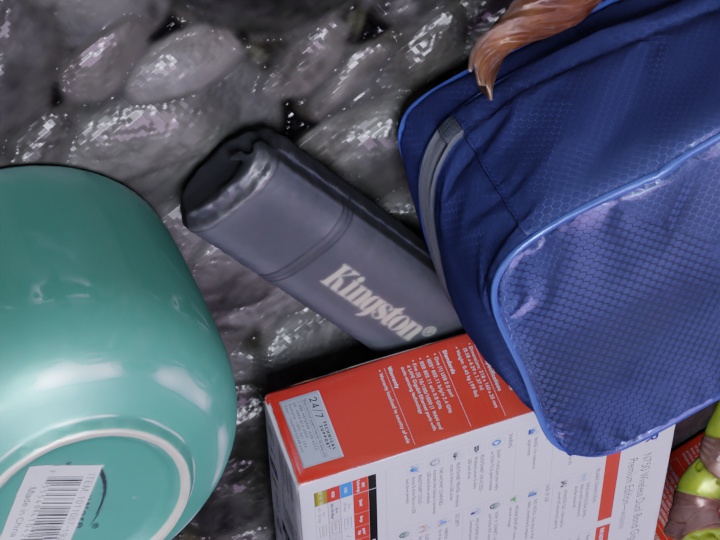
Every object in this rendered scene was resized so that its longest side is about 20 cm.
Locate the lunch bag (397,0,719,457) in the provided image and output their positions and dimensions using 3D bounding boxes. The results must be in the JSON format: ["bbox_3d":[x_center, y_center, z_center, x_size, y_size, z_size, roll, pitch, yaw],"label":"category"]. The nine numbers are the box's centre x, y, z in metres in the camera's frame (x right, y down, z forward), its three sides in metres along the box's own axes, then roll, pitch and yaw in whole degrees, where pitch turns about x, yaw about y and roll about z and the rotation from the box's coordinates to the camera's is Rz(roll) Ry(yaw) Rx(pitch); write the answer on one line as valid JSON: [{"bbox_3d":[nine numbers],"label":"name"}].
[{"bbox_3d":[0.123,-0.038,0.941,0.199,0.132,0.136,-26,132,-5],"label":"lunch bag"}]

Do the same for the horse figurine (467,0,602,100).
[{"bbox_3d":[0.078,-0.160,0.858,0.132,0.050,0.201,-9,134,-15],"label":"horse figurine"}]

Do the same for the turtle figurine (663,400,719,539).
[{"bbox_3d":[0.183,0.050,1.096,0.200,0.064,0.162,2,100,-50],"label":"turtle figurine"}]

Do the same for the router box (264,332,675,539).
[{"bbox_3d":[0.051,0.102,1.069,0.179,0.049,0.200,-16,147,-11],"label":"router box"}]

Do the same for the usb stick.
[{"bbox_3d":[0.000,0.000,0.984,0.055,0.033,0.200,-42,138,12],"label":"usb stick"}]

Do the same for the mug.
[{"bbox_3d":[-0.119,0.062,0.915,0.152,0.115,0.185,-32,138,2],"label":"mug"}]

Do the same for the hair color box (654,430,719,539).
[{"bbox_3d":[0.224,0.115,1.202,0.199,0.061,0.102,-32,138,4],"label":"hair color box"}]
